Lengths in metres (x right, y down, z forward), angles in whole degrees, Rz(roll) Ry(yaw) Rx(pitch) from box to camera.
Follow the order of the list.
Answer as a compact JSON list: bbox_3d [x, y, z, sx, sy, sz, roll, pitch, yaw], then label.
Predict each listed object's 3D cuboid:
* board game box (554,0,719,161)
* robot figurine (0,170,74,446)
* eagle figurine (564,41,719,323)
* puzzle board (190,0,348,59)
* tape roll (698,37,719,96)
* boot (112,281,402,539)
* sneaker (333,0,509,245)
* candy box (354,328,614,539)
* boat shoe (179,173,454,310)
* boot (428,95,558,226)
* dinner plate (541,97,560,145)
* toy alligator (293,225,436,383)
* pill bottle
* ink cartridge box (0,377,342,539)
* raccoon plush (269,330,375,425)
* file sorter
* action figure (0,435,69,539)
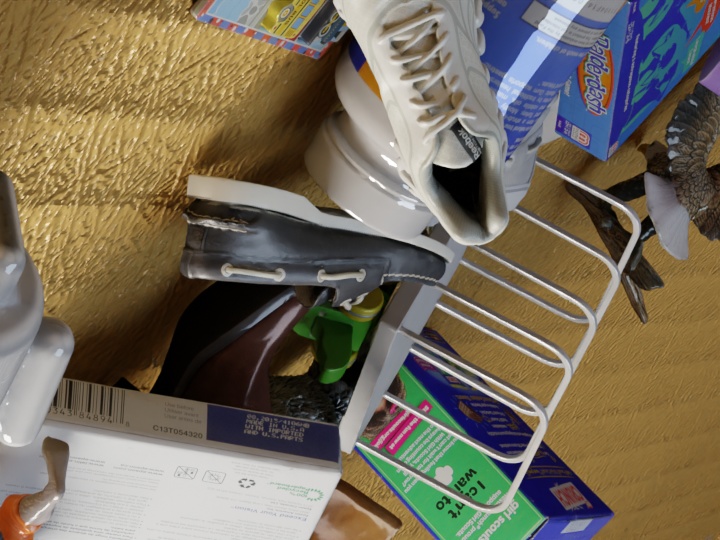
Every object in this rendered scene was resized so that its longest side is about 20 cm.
[{"bbox_3d":[0.202,-0.186,1.614,0.200,0.045,0.153,-47,157,-28],"label":"board game box"},{"bbox_3d":[-0.216,0.040,1.154,0.168,0.113,0.201,14,128,-23],"label":"robot figurine"},{"bbox_3d":[0.258,-0.081,1.909,0.199,0.151,0.152,-33,150,-5],"label":"eagle figurine"},{"bbox_3d":[0.009,-0.195,1.302,0.200,0.017,0.151,-51,161,13],"label":"puzzle board"},{"bbox_3d":[0.324,-0.193,1.764,0.201,0.085,0.200,-58,-179,2],"label":"tape roll"},{"bbox_3d":[-0.044,0.108,1.542,0.188,0.200,0.069,-46,-155,4],"label":"boot"},{"bbox_3d":[0.037,-0.101,1.300,0.075,0.081,0.201,-20,124,4],"label":"sneaker"},{"bbox_3d":[0.071,0.131,1.818,0.077,0.200,0.169,-49,161,11],"label":"candy box"},{"bbox_3d":[-0.024,-0.008,1.446,0.199,0.074,0.061,14,88,-49],"label":"boat shoe"},{"bbox_3d":[0.053,-0.087,1.563,0.200,0.073,0.096,-12,126,-59],"label":"boot"},{"bbox_3d":[0.175,-0.155,1.728,0.200,0.024,0.200,-40,161,-16],"label":"dinner plate"},{"bbox_3d":[0.000,0.000,1.629,0.200,0.054,0.059,-56,175,-47],"label":"toy alligator"},{"bbox_3d":[0.055,-0.118,1.408,0.200,0.112,0.112,-53,160,21],"label":"pill bottle"},{"bbox_3d":[-0.131,0.146,1.490,0.195,0.044,0.201,10,138,-15],"label":"ink cartridge box"},{"bbox_3d":[-0.064,0.080,1.667,0.134,0.096,0.201,69,37,-56],"label":"raccoon plush"},{"bbox_3d":[0.089,0.036,1.681,0.201,0.124,0.139,-59,173,-40],"label":"file sorter"},{"bbox_3d":[-0.246,0.191,1.391,0.199,0.105,0.195,-15,132,-33],"label":"action figure"}]
